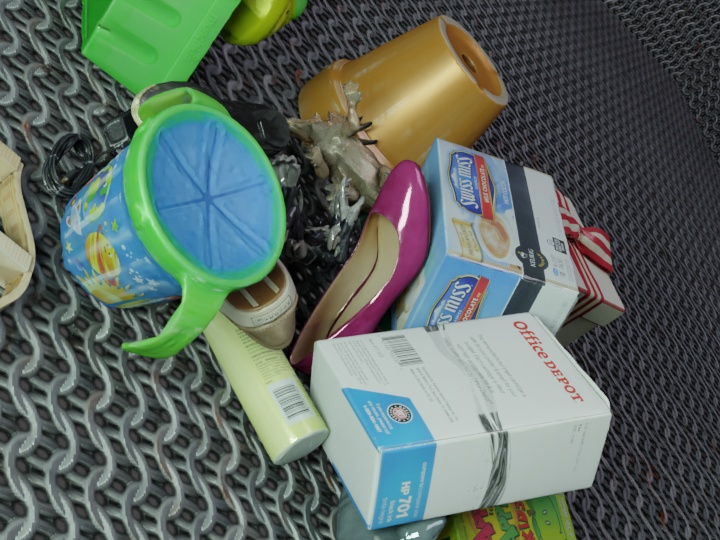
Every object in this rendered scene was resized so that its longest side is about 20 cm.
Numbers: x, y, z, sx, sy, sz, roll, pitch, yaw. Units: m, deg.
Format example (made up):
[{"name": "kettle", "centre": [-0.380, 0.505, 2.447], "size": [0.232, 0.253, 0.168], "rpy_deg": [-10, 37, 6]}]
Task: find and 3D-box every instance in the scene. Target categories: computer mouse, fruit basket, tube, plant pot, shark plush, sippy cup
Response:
[{"name": "computer mouse", "centre": [-0.204, -0.093, 1.016], "size": [0.059, 0.034, 0.200], "rpy_deg": [63, 25, -7]}, {"name": "fruit basket", "centre": [-0.131, -0.249, 1.141], "size": [0.215, 0.215, 0.156], "rpy_deg": [34, 31, -38]}, {"name": "tube", "centre": [-0.094, 0.060, 1.009], "size": [0.201, 0.052, 0.058], "rpy_deg": [59, -15, 19]}, {"name": "plant pot", "centre": [0.061, -0.185, 1.429], "size": [0.200, 0.183, 0.201], "rpy_deg": [41, 28, -27]}, {"name": "shark plush", "centre": [-0.013, 0.236, 0.950], "size": [0.083, 0.091, 0.200], "rpy_deg": [35, 46, 4]}, {"name": "sippy cup", "centre": [-0.145, -0.034, 0.907], "size": [0.140, 0.130, 0.178], "rpy_deg": [53, 41, -18]}]

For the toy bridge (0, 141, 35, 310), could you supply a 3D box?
[{"name": "toy bridge", "centre": [-0.251, -0.016, 0.838], "size": [0.067, 0.027, 0.201], "rpy_deg": [43, 27, -29]}]

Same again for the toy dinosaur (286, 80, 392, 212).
[{"name": "toy dinosaur", "centre": [-0.004, -0.102, 1.287], "size": [0.201, 0.085, 0.136], "rpy_deg": [60, 0, 13]}]

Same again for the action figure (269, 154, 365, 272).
[{"name": "action figure", "centre": [-0.048, -0.048, 1.143], "size": [0.118, 0.103, 0.199], "rpy_deg": [16, 11, 34]}]

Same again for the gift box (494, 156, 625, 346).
[{"name": "gift box", "centre": [0.168, -0.014, 1.403], "size": [0.184, 0.186, 0.201], "rpy_deg": [16, 46, -55]}]

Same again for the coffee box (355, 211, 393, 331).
[{"name": "coffee box", "centre": [0.049, 0.029, 1.252], "size": [0.122, 0.044, 0.201], "rpy_deg": [19, 34, -17]}]

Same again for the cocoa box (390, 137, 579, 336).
[{"name": "cocoa box", "centre": [0.108, -0.006, 1.179], "size": [0.130, 0.134, 0.201], "rpy_deg": [17, 35, -12]}]

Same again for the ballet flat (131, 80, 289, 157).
[{"name": "ballet flat", "centre": [-0.134, -0.123, 1.102], "size": [0.199, 0.056, 0.067], "rpy_deg": [3, 74, -59]}]

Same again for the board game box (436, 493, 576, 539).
[{"name": "board game box", "centre": [0.124, 0.230, 1.147], "size": [0.199, 0.047, 0.102], "rpy_deg": [18, 52, -48]}]

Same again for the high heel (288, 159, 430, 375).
[{"name": "high heel", "centre": [0.000, 0.000, 1.089], "size": [0.096, 0.202, 0.067], "rpy_deg": [2, 14, -40]}]

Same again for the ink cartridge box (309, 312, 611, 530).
[{"name": "ink cartridge box", "centre": [0.075, 0.114, 1.001], "size": [0.198, 0.086, 0.147], "rpy_deg": [-5, 32, -22]}]

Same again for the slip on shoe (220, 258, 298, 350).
[{"name": "slip on shoe", "centre": [-0.106, -0.016, 1.001], "size": [0.200, 0.076, 0.061], "rpy_deg": [47, -14, 39]}]
